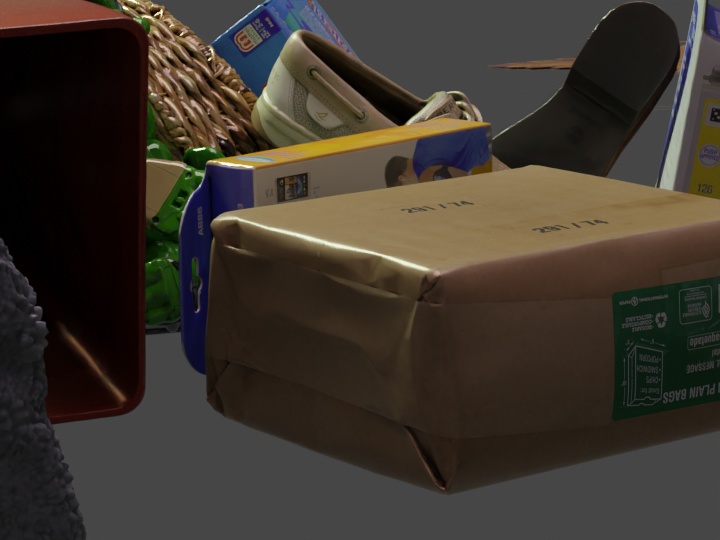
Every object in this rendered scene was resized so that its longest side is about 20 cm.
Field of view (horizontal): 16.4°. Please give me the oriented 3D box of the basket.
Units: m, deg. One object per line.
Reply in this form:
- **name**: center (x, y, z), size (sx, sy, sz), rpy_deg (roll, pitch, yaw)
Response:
- **basket**: center (-0.113, -0.088, 1.487), size (0.149, 0.143, 0.200), rpy_deg (-14, 42, -42)

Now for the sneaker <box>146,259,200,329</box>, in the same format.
- **sneaker**: center (-0.164, 0.017, 1.374), size (0.199, 0.070, 0.082), rpy_deg (0, 32, 8)

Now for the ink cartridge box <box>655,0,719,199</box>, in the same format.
- **ink cartridge box**: center (0.201, -0.091, 1.444), size (0.047, 0.201, 0.198), rpy_deg (13, 13, 5)

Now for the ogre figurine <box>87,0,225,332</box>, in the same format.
- **ogre figurine**: center (-0.121, -0.053, 1.307), size (0.098, 0.200, 0.120), rpy_deg (-34, -17, -11)

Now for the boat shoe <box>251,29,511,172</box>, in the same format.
- **boat shoe**: center (0.038, -0.066, 1.386), size (0.199, 0.065, 0.072), rpy_deg (28, 25, 4)

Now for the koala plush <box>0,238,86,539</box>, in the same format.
- **koala plush**: center (-0.222, 0.041, 0.915), size (0.177, 0.185, 0.200), rpy_deg (-10, 12, -36)

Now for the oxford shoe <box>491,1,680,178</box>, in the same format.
- **oxford shoe**: center (0.125, -0.070, 1.504), size (0.071, 0.200, 0.071), rpy_deg (44, 6, 15)

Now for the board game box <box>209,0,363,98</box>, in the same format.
- **board game box**: center (-0.020, -0.101, 1.542), size (0.045, 0.152, 0.200), rpy_deg (-36, 6, 11)

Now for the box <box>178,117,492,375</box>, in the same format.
- **box**: center (-0.009, -0.006, 1.269), size (0.041, 0.120, 0.199), rpy_deg (8, 16, 42)

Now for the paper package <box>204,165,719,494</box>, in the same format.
- **paper package**: center (0.060, 0.022, 1.152), size (0.199, 0.104, 0.190), rpy_deg (-9, 14, -34)

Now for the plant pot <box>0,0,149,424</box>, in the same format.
- **plant pot**: center (-0.225, -0.044, 1.213), size (0.199, 0.201, 0.176), rpy_deg (-7, 24, -22)
